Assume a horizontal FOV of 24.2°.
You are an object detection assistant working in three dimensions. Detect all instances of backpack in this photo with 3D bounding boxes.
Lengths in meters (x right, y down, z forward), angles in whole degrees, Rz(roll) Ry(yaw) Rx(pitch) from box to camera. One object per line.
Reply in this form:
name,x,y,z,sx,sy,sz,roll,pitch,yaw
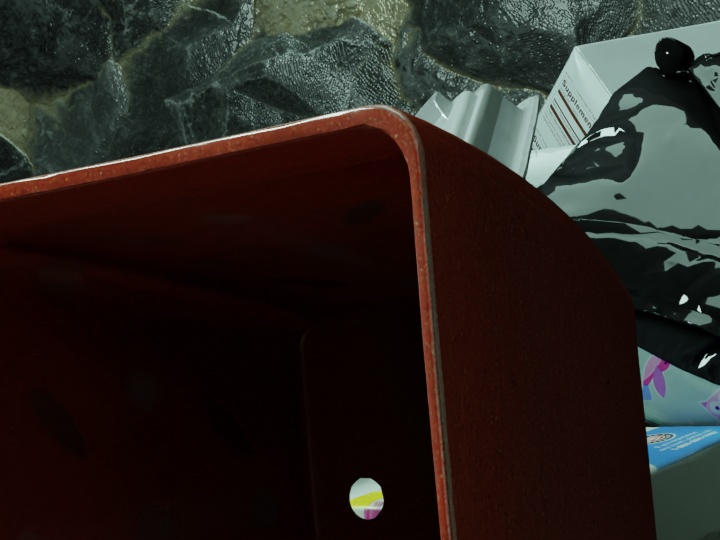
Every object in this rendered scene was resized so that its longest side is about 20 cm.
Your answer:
backpack,0.167,0.015,0.687,0.200,0.127,0.167,28,70,29

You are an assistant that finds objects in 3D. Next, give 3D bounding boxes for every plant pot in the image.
plant pot,-0.012,0.074,0.490,0.200,0.200,0.176,-8,-5,33

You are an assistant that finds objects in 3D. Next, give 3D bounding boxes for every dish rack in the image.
dish rack,0.000,0.000,0.769,0.200,0.044,0.172,-49,9,24

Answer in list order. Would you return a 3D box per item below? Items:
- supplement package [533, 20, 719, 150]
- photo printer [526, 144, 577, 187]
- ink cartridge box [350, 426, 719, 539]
supplement package,0.206,-0.036,1.061,0.191,0.147,0.200,-13,-32,-29
photo printer,0.126,0.029,0.808,0.166,0.200,0.070,-8,-39,4
ink cartridge box,0.041,0.106,0.653,0.200,0.067,0.116,-7,5,46
